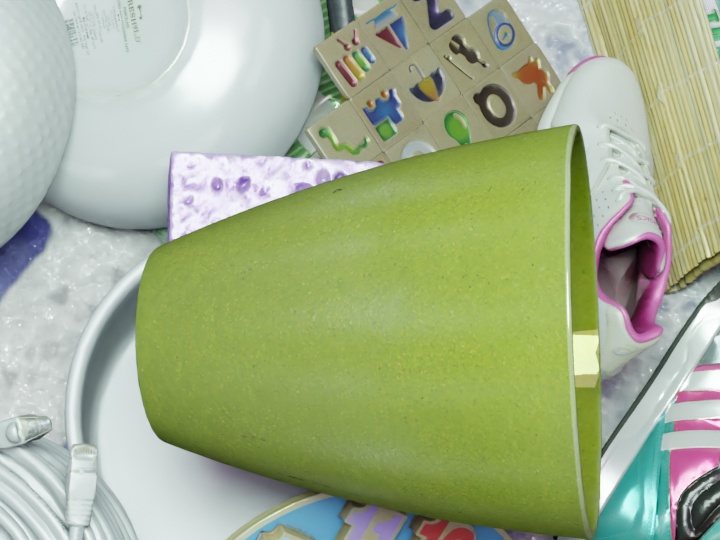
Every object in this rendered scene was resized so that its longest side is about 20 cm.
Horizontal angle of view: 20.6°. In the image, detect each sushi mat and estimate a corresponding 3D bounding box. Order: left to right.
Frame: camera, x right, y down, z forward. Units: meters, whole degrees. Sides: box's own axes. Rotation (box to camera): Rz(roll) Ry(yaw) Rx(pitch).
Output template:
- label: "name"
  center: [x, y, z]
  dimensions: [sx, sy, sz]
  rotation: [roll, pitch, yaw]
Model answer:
- label: "sushi mat"
  center: [0.173, -0.096, 1.113]
  dimensions: [0.012, 0.096, 0.200]
  rotation: [-3, 71, -29]

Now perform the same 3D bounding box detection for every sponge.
- label: "sponge"
  center: [0.000, 0.000, 1.010]
  dimensions: [0.200, 0.030, 0.112]
  rotation: [3, 78, -5]

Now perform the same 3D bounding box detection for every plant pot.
- label: "plant pot"
  center: [0.005, 0.031, 0.912]
  dimensions: [0.200, 0.187, 0.187]
  rotation: [-2, 72, 10]

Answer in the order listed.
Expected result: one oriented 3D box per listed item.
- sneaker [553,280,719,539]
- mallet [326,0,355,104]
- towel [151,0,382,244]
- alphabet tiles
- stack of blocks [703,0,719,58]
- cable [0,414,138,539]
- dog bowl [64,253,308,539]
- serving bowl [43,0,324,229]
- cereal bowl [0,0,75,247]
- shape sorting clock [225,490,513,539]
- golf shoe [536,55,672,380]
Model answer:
- label: "sneaker"
  center: [0.205, 0.091, 1.054]
  dimensions: [0.121, 0.084, 0.200]
  rotation: [33, 80, 12]
- label: "mallet"
  center: [-0.009, -0.094, 1.100]
  dimensions: [0.041, 0.066, 0.200]
  rotation: [-5, 77, -27]
- label: "towel"
  center: [-0.069, -0.113, 1.135]
  dimensions: [0.200, 0.023, 0.153]
  rotation: [-40, 78, -13]
- label: "alphabet tiles"
  center: [0.062, -0.060, 1.087]
  dimensions: [0.166, 0.006, 0.200]
  rotation: [-38, 97, -34]
- label: "stack of blocks"
  center: [0.231, -0.144, 1.148]
  dimensions: [0.115, 0.059, 0.200]
  rotation: [-12, 73, -8]
- label: "cable"
  center: [-0.199, 0.170, 0.969]
  dimensions: [0.200, 0.069, 0.200]
  rotation: [-5, 89, 19]
- label: "dog bowl"
  center: [-0.053, 0.081, 1.042]
  dimensions: [0.200, 0.079, 0.200]
  rotation: [1, 72, -4]
- label: "serving bowl"
  center: [-0.124, -0.126, 1.074]
  dimensions: [0.200, 0.066, 0.200]
  rotation: [-2, 80, 13]
- label: "cereal bowl"
  center: [-0.255, -0.095, 1.038]
  dimensions: [0.200, 0.083, 0.200]
  rotation: [-3, 83, 24]
- label: "shape sorting clock"
  center: [-0.002, 0.195, 0.975]
  dimensions: [0.200, 0.039, 0.200]
  rotation: [-5, 108, -17]
- label: "golf shoe"
  center: [0.138, -0.031, 1.068]
  dimensions: [0.075, 0.092, 0.200]
  rotation: [19, 65, -26]
